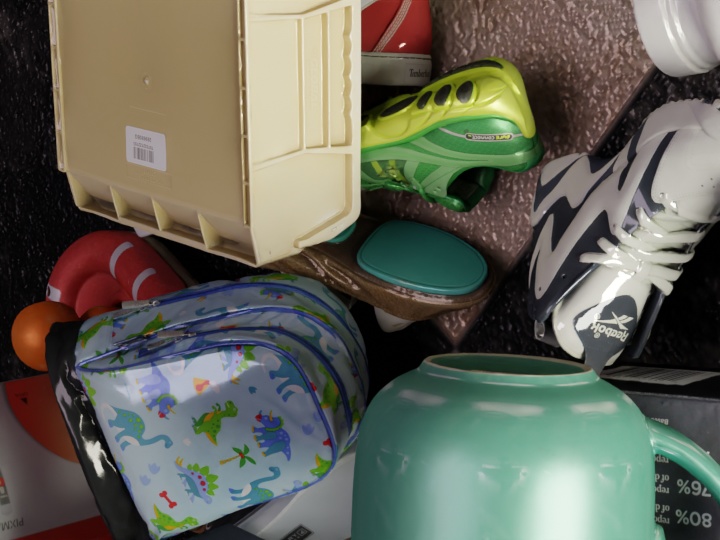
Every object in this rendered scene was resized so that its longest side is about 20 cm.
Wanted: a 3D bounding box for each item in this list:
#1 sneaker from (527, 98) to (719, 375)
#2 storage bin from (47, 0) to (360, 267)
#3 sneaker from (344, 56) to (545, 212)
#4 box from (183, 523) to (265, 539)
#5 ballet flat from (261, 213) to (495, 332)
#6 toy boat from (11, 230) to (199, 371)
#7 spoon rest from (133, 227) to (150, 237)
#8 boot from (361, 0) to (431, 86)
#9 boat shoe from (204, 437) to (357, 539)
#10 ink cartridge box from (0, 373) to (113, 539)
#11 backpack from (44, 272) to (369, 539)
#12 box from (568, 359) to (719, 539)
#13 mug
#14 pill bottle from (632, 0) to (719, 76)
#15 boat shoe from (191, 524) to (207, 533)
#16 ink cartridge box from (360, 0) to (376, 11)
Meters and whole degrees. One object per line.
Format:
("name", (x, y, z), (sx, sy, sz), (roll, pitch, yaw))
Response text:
("sneaker", (0.152, -0.007, 0.851), (0.198, 0.079, 0.131), (-14, 58, 55))
("storage bin", (-0.100, -0.125, 0.992), (0.199, 0.093, 0.201), (17, 115, 42))
("sneaker", (0.037, -0.069, 0.995), (0.199, 0.074, 0.084), (-13, 113, 55))
("box", (-0.053, 0.283, 0.981), (0.198, 0.103, 0.185), (17, 111, 38))
("ballet flat", (0.000, 0.000, 1.043), (0.198, 0.068, 0.073), (18, 134, 24))
("toy boat", (-0.192, 0.047, 1.160), (0.200, 0.129, 0.132), (39, 119, 55))
("spoon rest", (-0.109, -0.070, 1.130), (0.199, 0.061, 0.100), (-28, 106, 42))
("boot", (-0.036, -0.200, 1.058), (0.198, 0.072, 0.146), (7, 98, 33))
("boat shoe", (-0.033, 0.154, 1.084), (0.199, 0.070, 0.067), (-39, 33, 19))
("ink cartridge box", (-0.230, 0.171, 1.201), (0.201, 0.161, 0.050), (52, 126, 24))
("backpack", (-0.089, 0.084, 1.022), (0.154, 0.198, 0.165), (-120, 11, -77))
("box", (0.167, 0.157, 0.888), (0.147, 0.104, 0.203), (3, 97, 41))
("mug", (0.086, 0.104, 0.803), (0.152, 0.183, 0.116), (-171, 82, -65))
("pill bottle", (0.239, -0.150, 0.794), (0.198, 0.104, 0.106), (-8, 89, 41))
("boat shoe", (-0.069, 0.106, 1.115), (0.072, 0.068, 0.202), (37, 117, 33))
("ink cartridge box", (0.050, -0.242, 0.954), (0.199, 0.039, 0.100), (-32, 78, 18))
